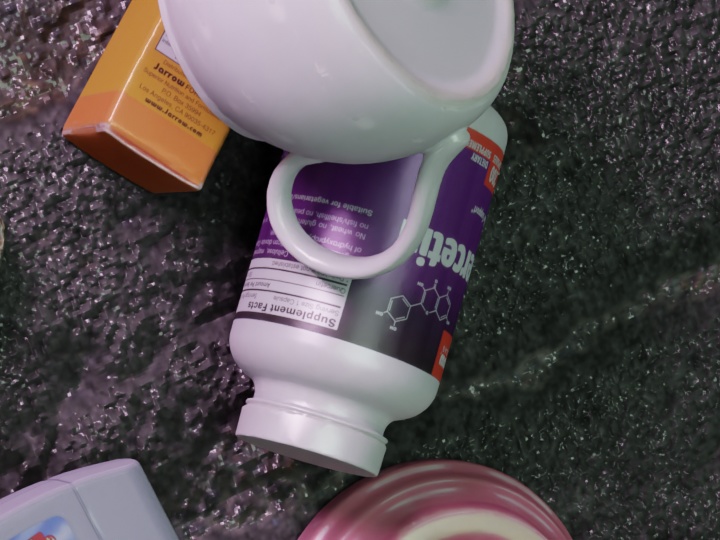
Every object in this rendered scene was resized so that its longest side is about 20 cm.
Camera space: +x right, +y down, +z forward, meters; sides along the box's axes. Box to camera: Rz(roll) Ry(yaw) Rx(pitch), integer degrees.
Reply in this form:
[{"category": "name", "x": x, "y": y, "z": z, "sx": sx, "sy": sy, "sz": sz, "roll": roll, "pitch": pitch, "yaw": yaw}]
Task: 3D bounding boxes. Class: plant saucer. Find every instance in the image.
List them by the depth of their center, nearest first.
[{"category": "plant saucer", "x": 0.047, "y": 0.202, "z": 1.518, "sx": 0.200, "sy": 0.051, "sz": 0.202, "roll": 1, "pitch": 88, "yaw": -27}]

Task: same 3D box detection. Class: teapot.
[{"category": "teapot", "x": -0.028, "y": -0.128, "z": 1.361, "sx": 0.197, "sy": 0.146, "sz": 0.201, "roll": 37, "pitch": 44, "yaw": -37}]

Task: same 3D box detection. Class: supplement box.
[{"category": "supplement box", "x": -0.074, "y": -0.141, "z": 1.452, "sx": 0.069, "sy": 0.066, "sz": 0.201, "roll": 31, "pitch": 77, "yaw": -23}]

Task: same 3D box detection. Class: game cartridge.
[{"category": "game cartridge", "x": -0.164, "y": 0.183, "z": 1.356, "sx": 0.200, "sy": 0.041, "sz": 0.134, "roll": -35, "pitch": 111, "yaw": -28}]

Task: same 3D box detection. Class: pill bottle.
[{"category": "pill bottle", "x": 0.000, "y": 0.000, "z": 1.461, "sx": 0.112, "sy": 0.112, "sz": 0.201, "roll": 20, "pitch": 81, "yaw": -25}]

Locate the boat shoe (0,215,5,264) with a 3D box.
[{"category": "boat shoe", "x": -0.232, "y": 0.045, "z": 1.372, "sx": 0.072, "sy": 0.060, "sz": 0.202, "roll": 41, "pitch": 72, "yaw": -21}]
